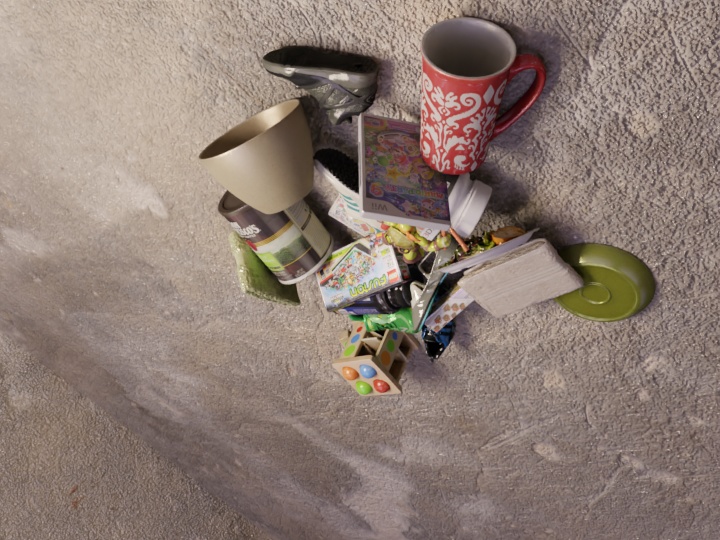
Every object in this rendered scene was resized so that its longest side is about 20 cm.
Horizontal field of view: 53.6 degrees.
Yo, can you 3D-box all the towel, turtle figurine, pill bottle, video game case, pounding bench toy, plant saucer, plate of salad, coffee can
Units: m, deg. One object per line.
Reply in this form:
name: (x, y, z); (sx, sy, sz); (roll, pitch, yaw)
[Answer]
towel: (-0.198, 0.000, 1.497); (0.036, 0.149, 0.200); (-25, 158, 22)
turtle figurine: (0.083, -0.056, 1.215); (0.199, 0.065, 0.161); (26, 168, 7)
pill bottle: (0.027, 0.036, 1.482); (0.199, 0.112, 0.112); (-3, 134, 36)
video game case: (0.054, -0.111, 1.368); (0.199, 0.023, 0.182); (31, 143, -5)
pill bottle: (0.114, -0.144, 1.214); (0.199, 0.114, 0.114); (27, 144, 0)
pounding bench toy: (0.007, 0.208, 1.668); (0.199, 0.157, 0.124); (-14, 128, 42)
towel: (0.288, 0.017, 1.297); (0.199, 0.035, 0.132); (-25, 128, 39)
plant saucer: (0.430, 0.033, 1.300); (0.198, 0.031, 0.201); (17, 142, 14)
plate of salad: (0.213, -0.043, 1.235); (0.199, 0.199, 0.048); (-24, 89, 47)
coffee can: (-0.165, -0.093, 1.422); (0.146, 0.147, 0.200); (-10, 130, 39)
video game case: (0.067, -0.158, 1.121); (0.142, 0.201, 0.018); (8, 147, -14)

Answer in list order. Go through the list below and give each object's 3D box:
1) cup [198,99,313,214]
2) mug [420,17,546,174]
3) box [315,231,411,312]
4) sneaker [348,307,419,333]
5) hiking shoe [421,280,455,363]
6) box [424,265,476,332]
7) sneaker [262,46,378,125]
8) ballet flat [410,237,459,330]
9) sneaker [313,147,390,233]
cup: (-0.159, -0.186, 1.244); (0.199, 0.201, 0.144); (-9, 121, 39)
mug: (0.167, -0.242, 1.054); (0.176, 0.134, 0.201); (20, 146, 13)
box: (0.000, 0.000, 1.410); (0.199, 0.035, 0.111); (-25, 78, 35)
sneaker: (0.052, 0.108, 1.543); (0.199, 0.083, 0.074); (11, 132, 47)
hiking shoe: (0.164, 0.109, 1.509); (0.074, 0.087, 0.201); (8, 139, 24)
box: (0.200, 0.046, 1.400); (0.039, 0.042, 0.200); (36, 125, -13)
sneaker: (-0.068, -0.300, 1.172); (0.198, 0.077, 0.115); (13, 135, 10)
ballet flat: (0.133, 0.021, 1.390); (0.063, 0.067, 0.201); (28, 109, 7)
sneaker: (-0.017, -0.136, 1.303); (0.199, 0.071, 0.093); (35, 137, -15)
